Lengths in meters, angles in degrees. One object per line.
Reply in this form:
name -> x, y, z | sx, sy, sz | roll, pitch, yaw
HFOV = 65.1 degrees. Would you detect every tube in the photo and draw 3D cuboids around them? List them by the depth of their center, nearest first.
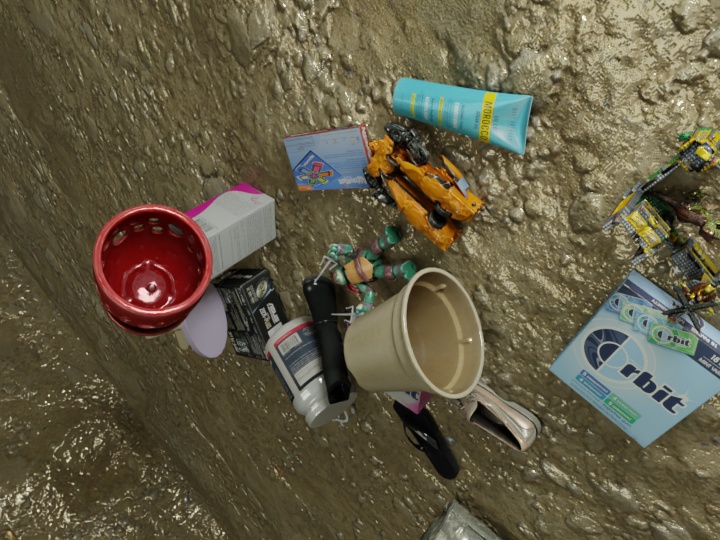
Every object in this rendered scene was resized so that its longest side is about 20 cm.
tube -> 0.138, -0.220, 0.777 | 0.196, 0.050, 0.079 | 22, 138, 27

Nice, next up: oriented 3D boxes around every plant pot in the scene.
plant pot -> 0.076, 0.120, 0.938 | 0.181, 0.200, 0.204 | -23, 101, 44
plant pot -> -0.379, 0.008, 1.024 | 0.203, 0.199, 0.182 | 53, 149, 0

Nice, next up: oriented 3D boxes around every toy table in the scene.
toy table -> -0.404, 0.107, 1.323 | 0.114, 0.183, 0.207 | 0, 105, 27

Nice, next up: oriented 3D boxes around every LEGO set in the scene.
LEGO set -> 0.365, -0.039, 0.613 | 0.203, 0.115, 0.153 | 56, 140, -2

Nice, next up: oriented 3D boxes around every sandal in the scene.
sandal -> 0.136, 0.354, 1.176 | 0.202, 0.043, 0.076 | 54, 140, 2

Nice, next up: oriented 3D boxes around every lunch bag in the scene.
lunch bag -> 0.226, 0.605, 1.189 | 0.198, 0.139, 0.170 | 37, 121, 15

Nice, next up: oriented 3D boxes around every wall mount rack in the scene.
wall mount rack -> -0.092, 0.274, 1.331 | 0.196, 0.074, 0.178 | 6, 123, 41

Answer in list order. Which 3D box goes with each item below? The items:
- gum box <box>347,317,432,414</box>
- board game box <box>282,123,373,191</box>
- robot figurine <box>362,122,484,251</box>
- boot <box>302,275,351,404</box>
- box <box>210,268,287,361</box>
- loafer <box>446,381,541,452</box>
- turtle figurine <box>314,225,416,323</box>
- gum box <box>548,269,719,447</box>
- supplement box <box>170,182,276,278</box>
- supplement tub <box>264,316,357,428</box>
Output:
gum box -> 0.056, 0.173, 1.111 | 0.197, 0.066, 0.116 | 29, 135, 28
board game box -> -0.055, -0.196, 1.002 | 0.196, 0.019, 0.106 | 6, 119, 43
robot figurine -> 0.089, -0.134, 0.871 | 0.200, 0.058, 0.146 | 46, 140, 9
boot -> -0.065, 0.135, 1.101 | 0.064, 0.204, 0.166 | -12, 143, 6
box -> -0.266, 0.106, 1.371 | 0.161, 0.086, 0.205 | -1, 116, 45
loafer -> 0.220, 0.251, 1.005 | 0.196, 0.063, 0.074 | 22, 132, 33
turtle figurine -> 0.000, 0.000, 1.023 | 0.197, 0.102, 0.151 | -24, 113, 35
gum box -> 0.380, 0.125, 0.771 | 0.169, 0.044, 0.203 | 40, 139, 18
supplement box -> -0.276, -0.085, 1.160 | 0.100, 0.199, 0.106 | 28, 136, 27
supplement tub -> -0.107, 0.216, 1.216 | 0.202, 0.138, 0.142 | 55, 143, 23
